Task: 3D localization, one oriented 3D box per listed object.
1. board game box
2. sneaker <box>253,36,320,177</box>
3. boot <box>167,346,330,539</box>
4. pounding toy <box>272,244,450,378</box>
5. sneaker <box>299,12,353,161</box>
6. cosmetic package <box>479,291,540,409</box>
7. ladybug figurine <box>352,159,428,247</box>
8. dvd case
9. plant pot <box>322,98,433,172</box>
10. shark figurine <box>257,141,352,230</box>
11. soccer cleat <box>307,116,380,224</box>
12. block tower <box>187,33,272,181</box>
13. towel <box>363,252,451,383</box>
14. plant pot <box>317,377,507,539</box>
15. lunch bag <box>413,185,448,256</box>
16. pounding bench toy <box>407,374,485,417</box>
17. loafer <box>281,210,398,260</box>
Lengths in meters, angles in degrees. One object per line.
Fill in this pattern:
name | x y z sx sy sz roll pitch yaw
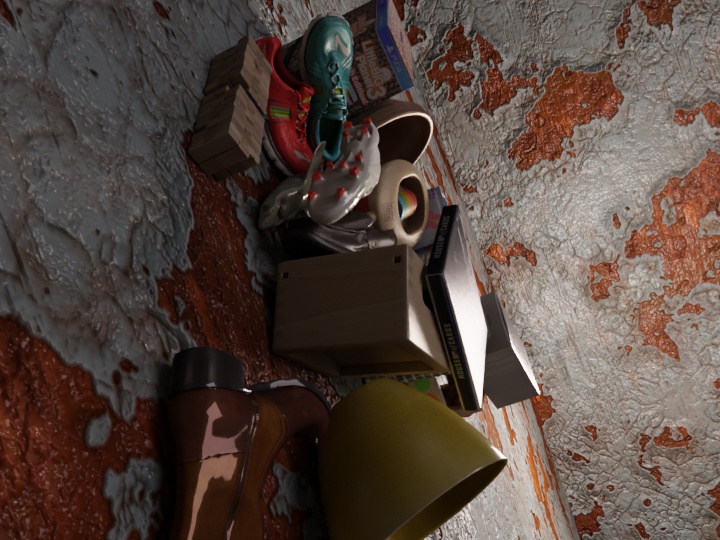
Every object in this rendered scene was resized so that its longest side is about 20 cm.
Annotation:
board game box | -0.027 -0.314 0.911 0.097 0.198 0.160 58 21 -34
sneaker | -0.095 -0.208 0.786 0.202 0.084 0.077 64 20 -18
boot | -0.078 0.180 0.467 0.188 0.068 0.202 46 31 -54
pounding toy | 0.004 0.045 0.706 0.200 0.182 0.144 40 47 -58
sneaker | -0.038 -0.243 0.807 0.080 0.077 0.202 -119 -155 -43
cosmetic package | 0.222 0.135 0.971 0.200 0.089 0.108 45 28 -48
ladybug figurine | 0.044 -0.095 0.893 0.200 0.071 0.138 -24 109 -62
dvd case | 0.122 0.044 0.721 0.151 0.024 0.202 -67 145 -53
plant pot | 0.011 -0.210 0.960 0.093 0.200 0.201 54 13 18
shark figurine | -0.063 -0.092 0.789 0.214 0.089 0.130 22 84 -57
soccer cleat | -0.010 -0.109 0.717 0.201 0.068 0.078 -70 150 -46
block tower | -0.142 -0.185 0.671 0.054 0.057 0.202 54 26 -42
towel | 0.078 0.073 0.888 0.201 0.164 0.086 -86 154 -48
plant pot | 0.032 0.202 0.626 0.142 0.200 0.200 51 7 29
lunch bag | 0.092 -0.023 1.018 0.127 0.168 0.202 -24 96 -77
pounding bench toy | 0.144 0.164 1.052 0.200 0.123 0.158 -45 115 -71
loafer | -0.021 -0.040 0.743 0.199 0.072 0.072 15 72 -52
